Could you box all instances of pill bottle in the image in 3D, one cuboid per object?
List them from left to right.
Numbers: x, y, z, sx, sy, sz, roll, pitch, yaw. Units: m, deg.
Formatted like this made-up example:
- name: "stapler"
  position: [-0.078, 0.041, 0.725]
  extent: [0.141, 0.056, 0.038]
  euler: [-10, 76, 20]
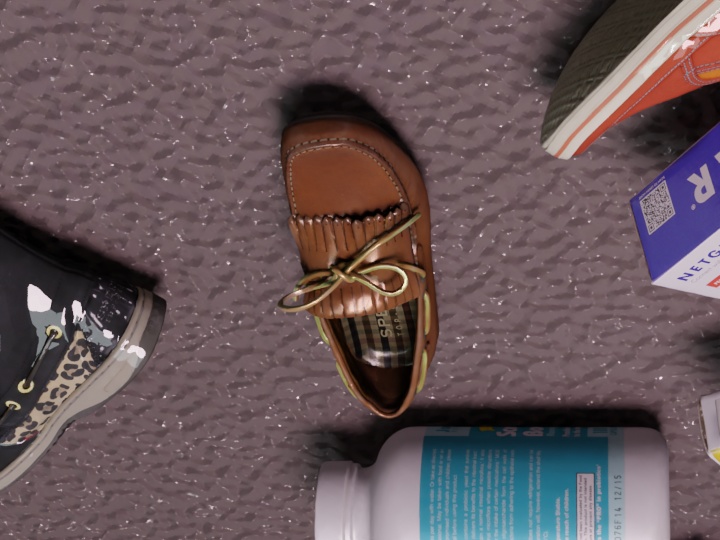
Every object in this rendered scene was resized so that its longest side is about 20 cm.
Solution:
- name: "pill bottle"
  position: [0.077, 0.145, 1.151]
  extent: [0.200, 0.111, 0.111]
  euler: [0, 139, 7]

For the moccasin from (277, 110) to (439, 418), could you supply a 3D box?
- name: "moccasin"
  position: [-0.002, 0.000, 1.015]
  extent: [0.074, 0.078, 0.201]
  euler: [0, 139, 7]

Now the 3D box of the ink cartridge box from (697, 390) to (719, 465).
- name: "ink cartridge box"
  position: [0.311, 0.090, 1.077]
  extent: [0.200, 0.047, 0.198]
  euler: [-15, 150, 26]

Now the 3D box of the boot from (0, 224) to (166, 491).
- name: "boot"
  position: [-0.222, 0.039, 1.097]
  extent: [0.154, 0.074, 0.204]
  euler: [34, 128, -25]

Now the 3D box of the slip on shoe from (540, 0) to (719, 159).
- name: "slip on shoe"
  position: [0.154, -0.106, 0.875]
  extent: [0.061, 0.074, 0.200]
  euler: [38, 126, -19]

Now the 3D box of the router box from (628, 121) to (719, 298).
- name: "router box"
  position: [0.255, -0.049, 0.912]
  extent: [0.179, 0.049, 0.200]
  euler: [12, 142, -32]
